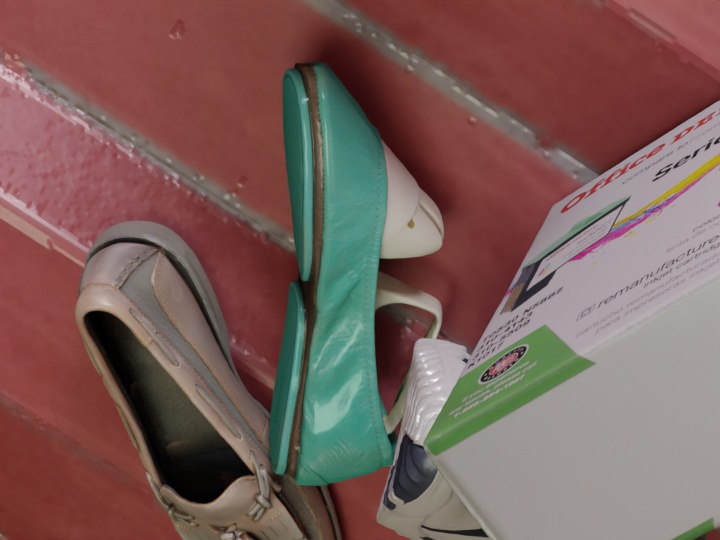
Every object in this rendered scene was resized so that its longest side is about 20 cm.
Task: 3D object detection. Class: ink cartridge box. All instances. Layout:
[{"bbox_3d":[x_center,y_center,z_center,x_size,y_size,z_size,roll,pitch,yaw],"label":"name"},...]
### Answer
[{"bbox_3d":[0.124,0.015,1.008,0.144,0.200,0.084,-32,103,30],"label":"ink cartridge box"}]

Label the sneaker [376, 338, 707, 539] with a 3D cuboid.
[{"bbox_3d":[0.078,0.085,1.085,0.129,0.080,0.199,11,163,6],"label":"sneaker"}]

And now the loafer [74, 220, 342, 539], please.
[{"bbox_3d":[-0.072,0.077,1.185,0.071,0.063,0.201,-16,113,25],"label":"loafer"}]

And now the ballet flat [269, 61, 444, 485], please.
[{"bbox_3d":[0.000,0.000,1.127,0.070,0.067,0.201,-2,121,-9],"label":"ballet flat"}]
